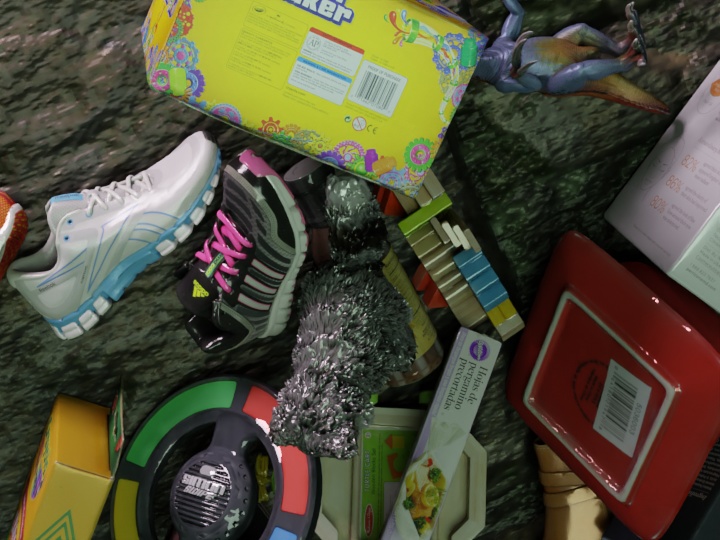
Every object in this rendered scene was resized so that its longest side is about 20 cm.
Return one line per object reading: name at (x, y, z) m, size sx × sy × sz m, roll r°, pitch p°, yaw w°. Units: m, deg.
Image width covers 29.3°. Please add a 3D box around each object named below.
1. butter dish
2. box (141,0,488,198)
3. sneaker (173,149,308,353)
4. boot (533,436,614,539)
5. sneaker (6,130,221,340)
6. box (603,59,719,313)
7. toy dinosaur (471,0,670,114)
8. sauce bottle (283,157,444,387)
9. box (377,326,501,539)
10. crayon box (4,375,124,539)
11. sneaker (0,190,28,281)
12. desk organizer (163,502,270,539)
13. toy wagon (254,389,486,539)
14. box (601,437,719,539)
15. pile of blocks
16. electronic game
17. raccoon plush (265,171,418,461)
butter dish at (0.241, 0.082, 1.136) m, size 0.147 × 0.200 × 0.202 m, roll -16°, pitch 137°, yaw -34°
box at (-0.042, -0.167, 0.981) m, size 0.198 × 0.193 × 0.123 m, roll 21°, pitch 105°, yaw -18°
sneaker at (-0.096, -0.003, 1.044) m, size 0.087 × 0.074 × 0.201 m, roll -30°, pitch 152°, yaw -27°
boot at (0.180, 0.220, 1.228) m, size 0.198 × 0.074 × 0.156 m, roll -29°, pitch 113°, yaw -11°
sneaker at (-0.191, -0.039, 1.054) m, size 0.200 × 0.075 × 0.087 m, roll -45°, pitch 120°, yaw 6°
box at (0.315, -0.073, 1.104) m, size 0.106 × 0.152 × 0.201 m, roll 33°, pitch 101°, yaw -19°
toy dinosaur at (0.134, -0.151, 1.082) m, size 0.179 × 0.106 × 0.201 m, roll -18°, pitch 126°, yaw 18°
sauce bottle at (0.000, 0.000, 1.118) m, size 0.064 × 0.065 × 0.201 m, roll -30°, pitch 111°, yaw 1°
box at (0.063, 0.147, 1.132) m, size 0.038 × 0.041 × 0.202 m, roll 22°, pitch 78°, yaw 0°
crayon box at (-0.242, 0.189, 1.104) m, size 0.050 × 0.127 × 0.202 m, roll 19°, pitch 104°, yaw -16°
sneaker at (-0.330, 0.020, 1.068) m, size 0.077 × 0.073 × 0.201 m, roll 31°, pitch 96°, yaw 1°
desk organizer at (-0.083, 0.286, 1.184) m, size 0.076 × 0.072 × 0.201 m, roll -23°, pitch 114°, yaw 23°
toy wagon at (0.007, 0.178, 1.162) m, size 0.197 × 0.040 × 0.158 m, roll 3°, pitch 79°, yaw -4°
box at (0.329, 0.201, 1.193) m, size 0.148 × 0.104 × 0.201 m, roll 42°, pitch 75°, yaw -23°
pile of blocks at (0.065, -0.009, 1.116) m, size 0.062 × 0.082 × 0.201 m, roll -33°, pitch 112°, yaw 2°
electronic game at (-0.118, 0.181, 1.101) m, size 0.200 × 0.200 × 0.042 m, roll -45°, pitch 145°, yaw 7°
raccoon plush at (-0.031, 0.044, 1.032) m, size 0.096 × 0.134 × 0.202 m, roll -3°, pitch 121°, yaw 27°
